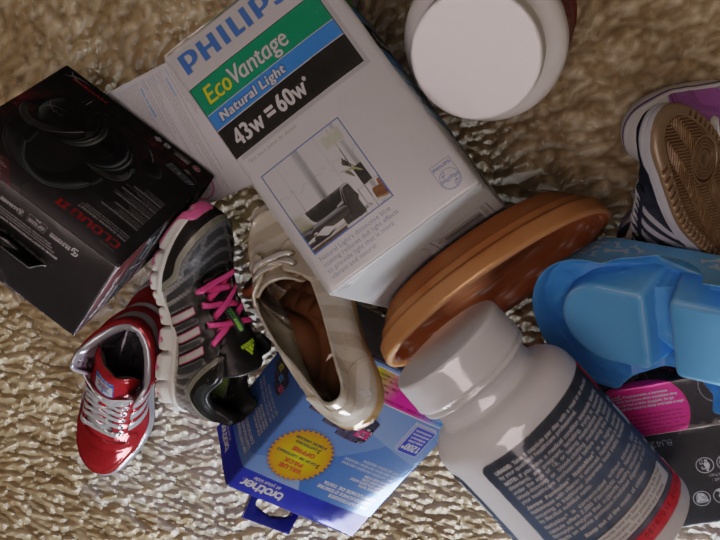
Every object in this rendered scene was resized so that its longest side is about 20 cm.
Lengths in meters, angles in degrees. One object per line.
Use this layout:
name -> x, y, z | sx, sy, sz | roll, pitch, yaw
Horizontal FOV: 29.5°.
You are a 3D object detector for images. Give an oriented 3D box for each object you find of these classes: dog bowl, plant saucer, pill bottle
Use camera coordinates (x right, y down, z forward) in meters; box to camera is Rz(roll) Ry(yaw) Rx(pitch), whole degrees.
dog bowl -> 0.221, 0.035, 0.967 | 0.200, 0.050, 0.112 | 13, 130, 36
plant saucer -> 0.095, 0.002, 1.023 | 0.200, 0.200, 0.037 | -39, 75, 21
pill bottle -> 0.091, -0.168, 0.952 | 0.112, 0.200, 0.112 | 4, 109, 10
pill bottle -> 0.126, 0.122, 0.966 | 0.120, 0.120, 0.200 | -39, 100, 21

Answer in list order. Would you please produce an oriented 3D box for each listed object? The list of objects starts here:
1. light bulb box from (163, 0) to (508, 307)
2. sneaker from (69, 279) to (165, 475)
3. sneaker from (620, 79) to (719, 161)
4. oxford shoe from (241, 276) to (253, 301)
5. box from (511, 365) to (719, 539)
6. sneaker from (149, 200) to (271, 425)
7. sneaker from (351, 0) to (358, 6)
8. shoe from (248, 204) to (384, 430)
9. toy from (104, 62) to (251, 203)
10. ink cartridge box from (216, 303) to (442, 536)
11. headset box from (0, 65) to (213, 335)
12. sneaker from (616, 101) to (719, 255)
light bulb box -> -0.008, -0.090, 0.966 | 0.125, 0.198, 0.200 | -36, 79, 7
sneaker -> -0.210, 0.107, 1.160 | 0.071, 0.112, 0.200 | 25, 112, 3
sneaker -> 0.288, -0.091, 0.986 | 0.200, 0.114, 0.073 | 3, 111, 12
oxford shoe -> 0.000, 0.000, 1.103 | 0.200, 0.071, 0.073 | -19, 109, 17
box -> 0.208, 0.127, 1.079 | 0.200, 0.115, 0.132 | -12, 109, 16
sneaker -> -0.110, 0.041, 1.064 | 0.087, 0.074, 0.200 | 26, 127, 28
sneaker -> -0.006, -0.245, 1.006 | 0.074, 0.087, 0.200 | 37, 111, 5
shoe -> -0.040, 0.026, 1.024 | 0.070, 0.053, 0.200 | -37, 61, 20
toy -> -0.176, -0.097, 1.117 | 0.200, 0.047, 0.115 | -23, 107, 23
ink cartridge box -> -0.024, 0.131, 1.126 | 0.136, 0.076, 0.200 | 27, 117, -28
headset box -> -0.219, -0.054, 1.009 | 0.149, 0.200, 0.077 | 37, 118, -1
sneaker -> 0.215, -0.050, 0.994 | 0.108, 0.070, 0.200 | 15, 155, 44
